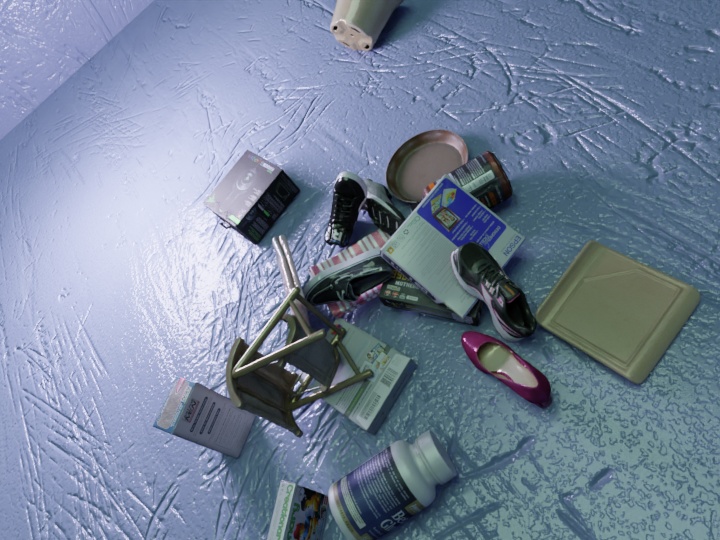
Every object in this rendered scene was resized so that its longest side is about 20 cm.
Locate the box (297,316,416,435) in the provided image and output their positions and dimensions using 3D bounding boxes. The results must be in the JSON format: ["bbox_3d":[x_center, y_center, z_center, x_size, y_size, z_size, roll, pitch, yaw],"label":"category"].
[{"bbox_3d":[-0.011,0.200,1.089,0.198,0.041,0.157,25,76,36],"label":"box"}]

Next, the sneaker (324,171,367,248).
[{"bbox_3d":[-0.035,-0.114,1.202,0.072,0.201,0.113,15,65,3],"label":"sneaker"}]

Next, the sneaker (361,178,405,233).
[{"bbox_3d":[0.044,-0.154,1.247,0.079,0.075,0.200,-26,46,-20],"label":"sneaker"}]

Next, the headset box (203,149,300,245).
[{"bbox_3d":[-0.287,-0.186,1.438,0.173,0.093,0.201,33,82,39],"label":"headset box"}]

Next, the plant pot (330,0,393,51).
[{"bbox_3d":[0.006,-0.731,1.557,0.198,0.200,0.186,19,83,35],"label":"plant pot"}]

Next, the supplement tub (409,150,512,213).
[{"bbox_3d":[0.201,-0.150,1.139,0.198,0.107,0.108,-30,52,11],"label":"supplement tub"}]

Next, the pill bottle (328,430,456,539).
[{"bbox_3d":[0.054,0.353,0.916,0.199,0.111,0.112,-35,51,6],"label":"pill bottle"}]

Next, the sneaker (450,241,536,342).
[{"bbox_3d":[0.241,0.031,0.962,0.080,0.086,0.201,-40,90,-11],"label":"sneaker"}]

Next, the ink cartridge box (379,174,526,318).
[{"bbox_3d":[0.172,-0.044,1.044,0.199,0.043,0.199,40,81,11],"label":"ink cartridge box"}]

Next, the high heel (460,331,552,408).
[{"bbox_3d":[0.237,0.154,0.943,0.067,0.096,0.200,-43,51,-1],"label":"high heel"}]

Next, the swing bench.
[{"bbox_3d":[-0.118,0.173,1.012,0.199,0.199,0.130,-40,50,2],"label":"swing bench"}]

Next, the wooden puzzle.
[{"bbox_3d":[0.426,0.065,0.936,0.199,0.037,0.186,35,82,34],"label":"wooden puzzle"}]

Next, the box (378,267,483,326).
[{"bbox_3d":[0.152,0.009,1.090,0.197,0.048,0.160,12,69,24],"label":"box"}]

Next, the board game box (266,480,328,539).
[{"bbox_3d":[-0.113,0.469,0.929,0.034,0.126,0.203,-2,61,27],"label":"board game box"}]

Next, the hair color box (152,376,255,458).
[{"bbox_3d":[-0.298,0.290,1.090,0.060,0.200,0.101,8,65,32],"label":"hair color box"}]

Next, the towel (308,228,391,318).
[{"bbox_3d":[0.000,0.000,1.186,0.198,0.030,0.147,-30,52,-6],"label":"towel"}]

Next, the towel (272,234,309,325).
[{"bbox_3d":[-0.137,0.058,1.146,0.032,0.202,0.193,-15,50,-9],"label":"towel"}]

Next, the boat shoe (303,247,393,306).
[{"bbox_3d":[-0.025,0.030,1.098,0.198,0.072,0.068,-25,50,10],"label":"boat shoe"}]

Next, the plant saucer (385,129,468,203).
[{"bbox_3d":[0.152,-0.231,1.263,0.197,0.032,0.203,-13,57,21],"label":"plant saucer"}]
